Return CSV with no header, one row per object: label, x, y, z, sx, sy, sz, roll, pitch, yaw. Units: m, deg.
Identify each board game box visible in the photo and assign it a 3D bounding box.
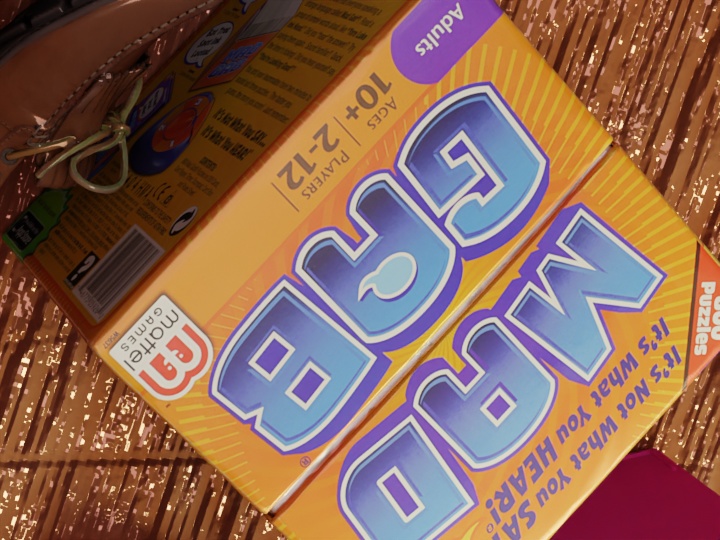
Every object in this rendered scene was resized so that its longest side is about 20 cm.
board game box,0.000,0.000,0.890,0.200,0.200,0.200,-46,112,-4

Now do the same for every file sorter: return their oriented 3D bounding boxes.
file sorter,0.123,0.187,0.977,0.138,0.200,0.127,-10,108,-17

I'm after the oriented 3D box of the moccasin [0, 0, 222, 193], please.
moccasin,-0.132,-0.062,0.868,0.201,0.074,0.078,-37,103,13
